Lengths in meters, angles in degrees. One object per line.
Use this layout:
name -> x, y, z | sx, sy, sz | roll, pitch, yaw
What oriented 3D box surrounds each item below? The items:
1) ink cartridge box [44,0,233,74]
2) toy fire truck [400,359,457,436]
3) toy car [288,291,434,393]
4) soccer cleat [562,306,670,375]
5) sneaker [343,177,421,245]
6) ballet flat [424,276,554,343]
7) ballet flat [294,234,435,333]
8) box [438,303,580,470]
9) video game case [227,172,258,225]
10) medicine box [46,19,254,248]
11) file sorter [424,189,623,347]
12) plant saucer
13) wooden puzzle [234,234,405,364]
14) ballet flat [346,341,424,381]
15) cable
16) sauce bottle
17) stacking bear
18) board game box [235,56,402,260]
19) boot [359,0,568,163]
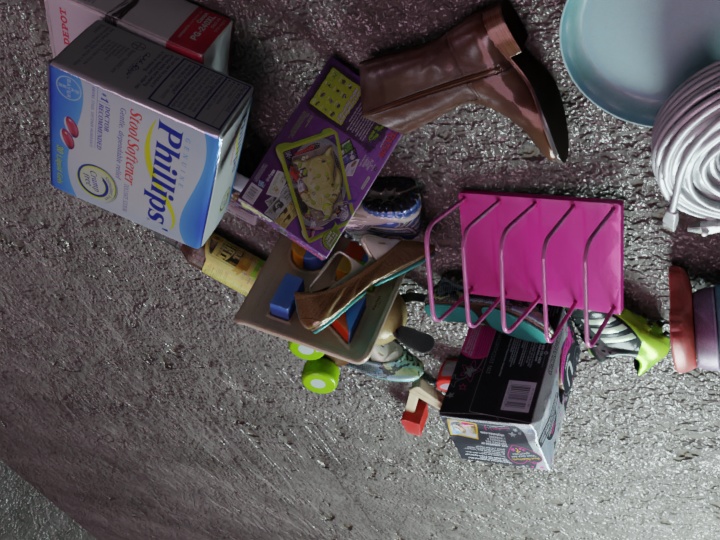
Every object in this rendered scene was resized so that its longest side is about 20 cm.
ink cartridge box -> -0.265, -0.264, 0.964 | 0.199, 0.084, 0.146 | 24, 144, 3
toy fire truck -> 0.132, 0.213, 1.323 | 0.140, 0.049, 0.201 | 11, 140, 21
toy car -> 0.015, 0.075, 1.154 | 0.198, 0.165, 0.158 | 0, 137, 13
soccer cleat -> 0.303, 0.067, 1.020 | 0.199, 0.068, 0.081 | 30, 112, -6
sneaker -> -0.011, -0.069, 1.054 | 0.199, 0.077, 0.085 | 7, 143, 25
ballet flat -> 0.175, 0.043, 1.062 | 0.199, 0.074, 0.074 | 13, 143, 38
ballet flat -> 0.000, 0.000, 1.014 | 0.073, 0.199, 0.068 | 58, 175, -3
box -> 0.209, 0.150, 1.075 | 0.131, 0.201, 0.115 | 1, 138, 31
video game case -> -0.223, -0.132, 1.083 | 0.199, 0.023, 0.182 | 29, 169, -5
medicine box -> -0.242, -0.152, 0.914 | 0.199, 0.103, 0.183 | 24, 136, 0
file sorter -> 0.188, -0.002, 0.923 | 0.199, 0.125, 0.140 | 8, 118, 32
plant saucer -> 0.286, -0.220, 0.734 | 0.199, 0.028, 0.201 | 16, 142, 13
wooden puzzle -> -0.051, 0.018, 1.085 | 0.199, 0.186, 0.046 | 15, 146, 15
ballet flat -> 0.005, 0.124, 1.271 | 0.199, 0.075, 0.075 | 10, 140, 16
cable -> 0.373, -0.120, 0.735 | 0.199, 0.070, 0.200 | -8, 146, 21
sauce bottle -> -0.227, -0.021, 1.247 | 0.199, 0.065, 0.065 | 28, 143, -5
stacking bear -> 0.460, 0.060, 0.901 | 0.199, 0.122, 0.114 | -5, 132, 25
board game box -> -0.038, -0.127, 0.900 | 0.120, 0.201, 0.032 | 33, 166, -6
boot -> 0.106, -0.172, 0.861 | 0.199, 0.064, 0.187 | -17, 112, 36
